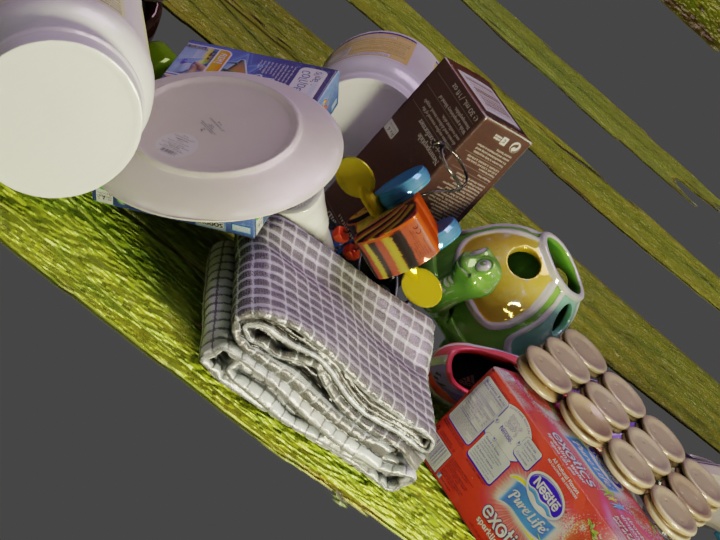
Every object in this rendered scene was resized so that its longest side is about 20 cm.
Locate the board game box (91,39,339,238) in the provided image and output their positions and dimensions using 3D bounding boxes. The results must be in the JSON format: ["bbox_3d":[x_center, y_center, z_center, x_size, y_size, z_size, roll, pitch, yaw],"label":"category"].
[{"bbox_3d":[-0.111,-0.109,1.360,0.135,0.035,0.200,13,39,13],"label":"board game box"}]

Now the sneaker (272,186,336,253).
[{"bbox_3d":[-0.108,-0.056,1.424,0.199,0.074,0.116,27,-27,27],"label":"sneaker"}]

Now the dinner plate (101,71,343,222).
[{"bbox_3d":[-0.112,-0.104,1.308,0.199,0.024,0.201,1,39,-1],"label":"dinner plate"}]

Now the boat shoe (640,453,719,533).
[{"bbox_3d":[0.333,0.209,1.691,0.199,0.075,0.093,22,9,-33],"label":"boat shoe"}]

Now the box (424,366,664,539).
[{"bbox_3d":[0.147,0.185,1.358,0.095,0.100,0.200,18,30,-51],"label":"box"}]

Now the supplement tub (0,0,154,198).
[{"bbox_3d":[-0.226,-0.156,1.258,0.145,0.145,0.200,33,21,-28],"label":"supplement tub"}]

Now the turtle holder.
[{"bbox_3d":[0.120,0.012,1.562,0.186,0.131,0.141,46,27,-41],"label":"turtle holder"}]

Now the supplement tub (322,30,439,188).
[{"bbox_3d":[0.014,-0.159,1.764,0.145,0.145,0.200,41,19,-7],"label":"supplement tub"}]

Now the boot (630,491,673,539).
[{"bbox_3d":[0.230,0.198,1.578,0.132,0.070,0.200,40,29,-20],"label":"boot"}]

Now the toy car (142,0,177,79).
[{"bbox_3d":[-0.197,-0.275,1.491,0.164,0.200,0.158,49,19,17],"label":"toy car"}]

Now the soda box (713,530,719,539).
[{"bbox_3d":[0.460,0.301,1.809,0.200,0.064,0.068,25,25,-44],"label":"soda box"}]

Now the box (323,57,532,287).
[{"bbox_3d":[0.055,-0.089,1.608,0.075,0.200,0.100,23,26,-41],"label":"box"}]

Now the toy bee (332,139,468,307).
[{"bbox_3d":[0.027,-0.028,1.385,0.131,0.108,0.200,64,19,8],"label":"toy bee"}]

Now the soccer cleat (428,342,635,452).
[{"bbox_3d":[0.153,0.110,1.482,0.199,0.069,0.073,18,-11,-3],"label":"soccer cleat"}]

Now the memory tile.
[{"bbox_3d":[0.217,0.133,1.419,0.200,0.017,0.153,49,22,11],"label":"memory tile"}]

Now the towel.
[{"bbox_3d":[-0.025,0.057,1.304,0.200,0.086,0.166,36,20,-21],"label":"towel"}]

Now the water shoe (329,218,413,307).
[{"bbox_3d":[0.000,0.000,1.490,0.071,0.079,0.200,31,22,-33],"label":"water shoe"}]
